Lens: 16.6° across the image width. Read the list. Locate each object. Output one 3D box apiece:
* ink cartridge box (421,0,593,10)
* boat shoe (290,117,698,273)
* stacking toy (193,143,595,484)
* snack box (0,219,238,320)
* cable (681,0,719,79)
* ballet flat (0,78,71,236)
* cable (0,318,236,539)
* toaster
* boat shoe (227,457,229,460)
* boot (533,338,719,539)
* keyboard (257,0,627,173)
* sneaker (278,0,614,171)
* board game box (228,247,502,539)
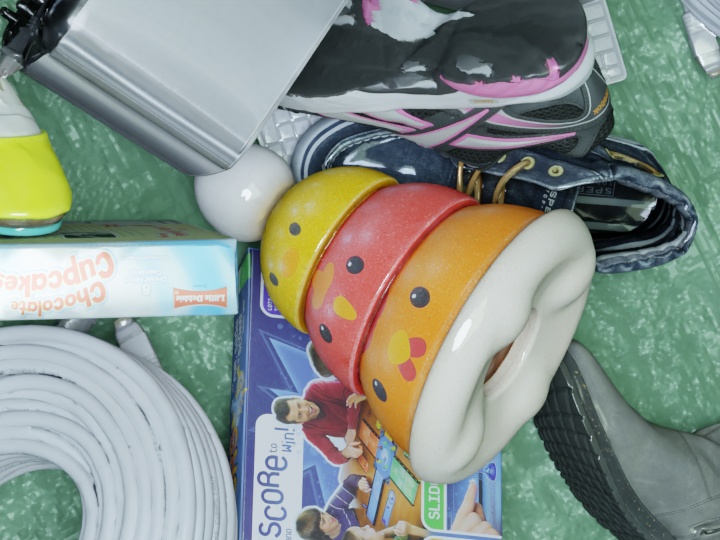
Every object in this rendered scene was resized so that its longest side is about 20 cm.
[{"bbox_3d":[0.077,-0.232,1.215,0.084,0.145,0.200,10,88,-12],"label":"ink cartridge box"},{"bbox_3d":[0.069,-0.043,1.244,0.200,0.091,0.071,3,105,-13],"label":"boat shoe"},{"bbox_3d":[0.000,0.000,1.199,0.200,0.146,0.146,29,85,20],"label":"stacking toy"},{"bbox_3d":[-0.130,-0.002,1.153,0.116,0.200,0.037,-2,94,-12],"label":"snack box"},{"bbox_3d":[0.240,-0.211,1.292,0.200,0.069,0.200,-29,97,-10],"label":"cable"},{"bbox_3d":[-0.187,-0.067,1.140,0.067,0.200,0.067,-4,104,-25],"label":"ballet flat"},{"bbox_3d":[-0.156,0.126,1.168,0.200,0.069,0.200,-39,63,-1],"label":"cable"},{"bbox_3d":[-0.082,-0.142,1.169,0.119,0.181,0.200,35,84,-13],"label":"toaster"},{"bbox_3d":[-0.124,0.170,1.231,0.072,0.076,0.200,42,74,-7],"label":"boat shoe"},{"bbox_3d":[0.180,0.095,1.301,0.131,0.068,0.200,-35,104,-16],"label":"boot"},{"bbox_3d":[0.039,-0.101,1.284,0.200,0.011,0.056,-16,95,-11],"label":"keyboard"},{"bbox_3d":[0.035,-0.084,1.201,0.080,0.200,0.086,-57,134,-24],"label":"sneaker"},{"bbox_3d":[0.002,0.092,1.228,0.135,0.034,0.200,8,65,-12],"label":"board game box"}]
